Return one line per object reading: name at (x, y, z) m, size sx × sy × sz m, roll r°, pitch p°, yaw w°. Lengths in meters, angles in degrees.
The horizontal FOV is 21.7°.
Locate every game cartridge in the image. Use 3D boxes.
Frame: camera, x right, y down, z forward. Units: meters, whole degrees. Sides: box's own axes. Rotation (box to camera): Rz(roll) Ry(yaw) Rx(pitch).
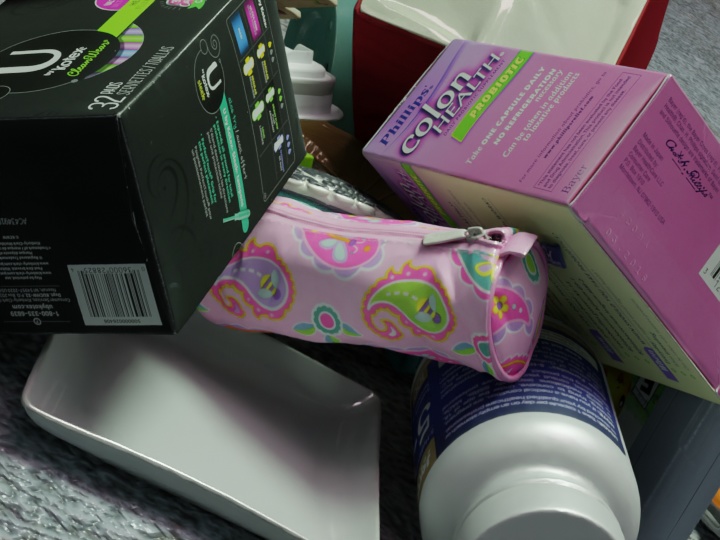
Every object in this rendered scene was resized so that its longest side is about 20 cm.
game cartridge at (0.163, 0.085, 1.172) m, size 0.040 × 0.134 × 0.200 m, roll 12°, pitch 25°, yaw -24°

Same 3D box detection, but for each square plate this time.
square plate at (-0.080, 0.076, 1.008) m, size 0.197 × 0.029 × 0.200 m, roll 28°, pitch 21°, yaw -10°

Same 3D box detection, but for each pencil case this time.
pencil case at (0.006, 0.004, 1.032) m, size 0.199 × 0.088 × 0.087 m, roll 9°, pitch 10°, yaw 27°

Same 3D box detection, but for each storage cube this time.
storage cube at (0.105, -0.163, 1.261) m, size 0.170 × 0.201 × 0.180 m, roll 25°, pitch -20°, yaw 10°

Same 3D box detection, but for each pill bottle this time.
pill bottle at (0.089, 0.115, 1.022) m, size 0.119 × 0.120 × 0.200 m, roll 26°, pitch 21°, yaw -12°

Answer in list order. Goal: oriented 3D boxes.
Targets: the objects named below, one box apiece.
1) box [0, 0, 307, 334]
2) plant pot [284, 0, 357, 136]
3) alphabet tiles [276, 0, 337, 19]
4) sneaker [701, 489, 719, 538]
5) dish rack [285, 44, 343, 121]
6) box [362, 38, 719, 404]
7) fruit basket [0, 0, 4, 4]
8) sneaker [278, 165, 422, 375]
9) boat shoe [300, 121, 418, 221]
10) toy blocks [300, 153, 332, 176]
box at (-0.135, -0.069, 0.986) m, size 0.148 × 0.125 × 0.200 m, roll 0°, pitch 30°, yaw 20°
plant pot at (0.029, -0.147, 1.448) m, size 0.160 × 0.202 × 0.201 m, roll 8°, pitch 28°, yaw -22°
alphabet tiles at (-0.111, -0.168, 1.095) m, size 0.165 × 0.006 × 0.200 m, roll 1°, pitch -4°, yaw 16°
sneaker at (0.290, 0.121, 1.293) m, size 0.077 × 0.112 × 0.200 m, roll 32°, pitch 21°, yaw 5°
dish rack at (-0.117, -0.147, 1.250) m, size 0.171 × 0.044 × 0.200 m, roll 2°, pitch 20°, yaw -32°
box at (0.130, -0.032, 1.092) m, size 0.176 × 0.097 × 0.200 m, roll 47°, pitch -16°, yaw -32°
fruit basket at (-0.235, -0.197, 1.236) m, size 0.094 × 0.199 × 0.186 m, roll 56°, pitch 6°, yaw -29°
sneaker at (0.000, 0.000, 1.154) m, size 0.200 × 0.080 × 0.077 m, roll 41°, pitch -6°, yaw -41°
boat shoe at (-0.035, -0.062, 1.325) m, size 0.200 × 0.069 × 0.074 m, roll 37°, pitch 30°, yaw 10°
toy blocks at (-0.101, -0.052, 1.198) m, size 0.199 × 0.101 × 0.136 m, roll 0°, pitch 25°, yaw -42°
